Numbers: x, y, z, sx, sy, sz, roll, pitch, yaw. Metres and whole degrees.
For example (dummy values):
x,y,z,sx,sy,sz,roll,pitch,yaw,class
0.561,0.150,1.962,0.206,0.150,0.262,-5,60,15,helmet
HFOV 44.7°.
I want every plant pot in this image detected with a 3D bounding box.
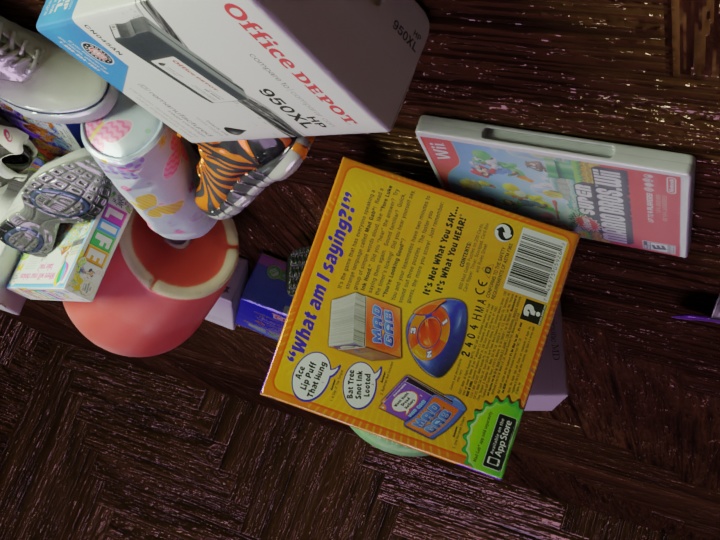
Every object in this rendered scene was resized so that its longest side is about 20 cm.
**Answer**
x,y,z,sx,sy,sz,roll,pitch,yaw,class
-0.241,-0.012,1.042,0.200,0.201,0.177,26,152,-20,plant pot

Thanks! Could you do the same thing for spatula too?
x,y,z,sx,sy,sz,roll,pitch,yaw,class
0.314,0.021,0.742,0.056,0.021,0.200,5,160,6,spatula

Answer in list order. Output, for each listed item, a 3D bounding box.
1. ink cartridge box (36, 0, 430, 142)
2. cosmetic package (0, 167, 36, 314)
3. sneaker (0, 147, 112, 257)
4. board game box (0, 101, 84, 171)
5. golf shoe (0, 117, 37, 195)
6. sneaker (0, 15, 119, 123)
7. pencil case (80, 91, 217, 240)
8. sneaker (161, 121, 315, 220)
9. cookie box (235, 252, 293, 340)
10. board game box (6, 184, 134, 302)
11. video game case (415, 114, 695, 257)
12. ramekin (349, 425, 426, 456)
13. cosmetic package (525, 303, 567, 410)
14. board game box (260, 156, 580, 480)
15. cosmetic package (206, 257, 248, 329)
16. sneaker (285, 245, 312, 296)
x,y,z,sx,sy,sz,roll,pitch,yaw,class
-0.080,-0.153,0.545,0.199,0.085,0.144,5,158,42,ink cartridge box
-0.429,-0.059,1.063,0.084,0.201,0.108,18,163,6,cosmetic package
-0.316,-0.087,0.909,0.074,0.087,0.200,33,141,-32,sneaker
-0.336,-0.151,0.931,0.134,0.045,0.200,19,164,5,board game box
-0.385,-0.109,0.917,0.088,0.078,0.200,16,166,-9,golf shoe
-0.305,-0.182,0.743,0.199,0.073,0.071,19,167,5,sneaker
-0.196,-0.102,0.851,0.083,0.091,0.200,-1,161,7,pencil case
-0.126,-0.116,0.766,0.112,0.078,0.200,31,150,-21,sneaker
-0.085,0.059,1.256,0.170,0.076,0.200,22,164,-5,cookie box
-0.322,-0.034,0.972,0.034,0.135,0.200,31,162,-33,board game box
0.152,-0.063,0.675,0.199,0.018,0.143,14,163,24,video game case
0.064,0.112,1.043,0.199,0.201,0.098,18,157,8,ramekin
0.113,0.093,0.941,0.199,0.108,0.085,-2,161,1,cosmetic package
0.051,0.046,0.771,0.199,0.201,0.200,19,174,5,board game box
-0.225,0.024,1.321,0.101,0.074,0.200,21,162,-2,cosmetic package
0.000,0.000,1.007,0.090,0.070,0.200,7,172,-39,sneaker
